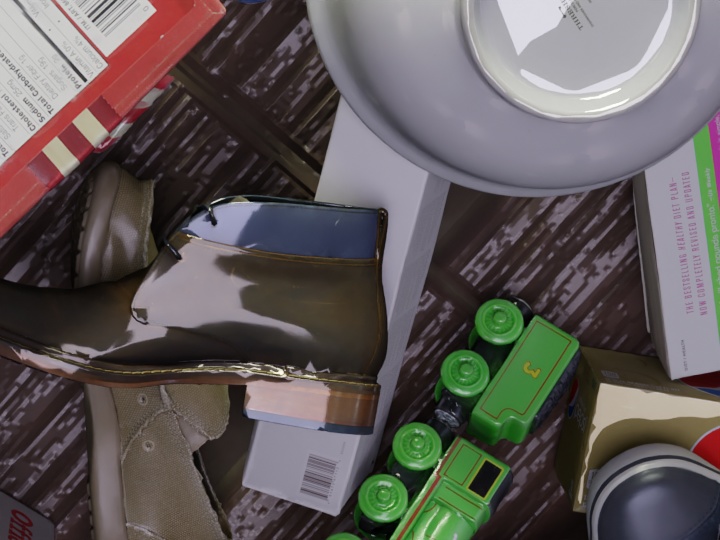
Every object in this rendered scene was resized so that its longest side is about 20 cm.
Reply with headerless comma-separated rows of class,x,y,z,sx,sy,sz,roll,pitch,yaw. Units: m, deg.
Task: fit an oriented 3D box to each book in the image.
book,0.224,-0.037,1.295,0.200,0.048,0.134,-11,117,-3

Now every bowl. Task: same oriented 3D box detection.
bowl,0.081,-0.115,1.163,0.201,0.090,0.201,-2,107,-6

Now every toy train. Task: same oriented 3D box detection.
toy train,0.033,0.099,1.287,0.056,0.042,0.200,31,70,8

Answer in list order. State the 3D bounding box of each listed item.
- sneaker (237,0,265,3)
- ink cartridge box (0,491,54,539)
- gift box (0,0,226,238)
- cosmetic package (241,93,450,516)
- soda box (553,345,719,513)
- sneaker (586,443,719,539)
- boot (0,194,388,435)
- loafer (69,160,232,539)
sneaker,-0.050,-0.204,1.211,0.080,0.115,0.200,-10,105,-2
ink cartridge box,-0.253,0.143,1.267,0.200,0.147,0.145,32,100,-10
gift box,-0.167,-0.108,1.196,0.200,0.187,0.185,-41,102,-14
cosmetic package,0.000,0.000,1.280,0.051,0.083,0.200,17,102,10
soda box,0.194,0.087,1.326,0.200,0.068,0.064,9,103,-6
sneaker,0.167,0.168,1.277,0.078,0.079,0.200,-29,116,5
boot,-0.082,0.003,1.214,0.200,0.075,0.097,12,92,-10
loafer,-0.093,0.045,1.296,0.067,0.076,0.200,-4,113,-6
